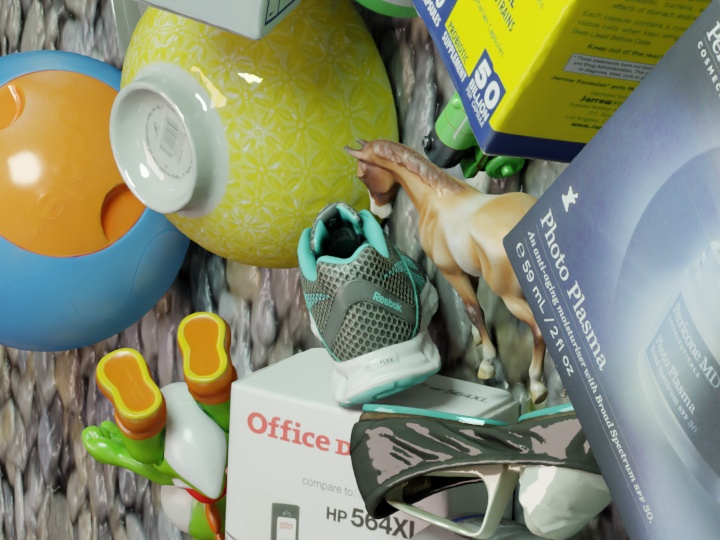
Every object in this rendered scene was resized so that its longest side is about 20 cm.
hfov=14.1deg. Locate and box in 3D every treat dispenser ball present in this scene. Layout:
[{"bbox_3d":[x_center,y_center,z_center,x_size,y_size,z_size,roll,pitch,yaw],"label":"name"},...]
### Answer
[{"bbox_3d":[-0.210,-0.046,1.956,0.201,0.200,0.202,20,112,62],"label":"treat dispenser ball"}]

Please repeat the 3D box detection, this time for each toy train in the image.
[{"bbox_3d":[0.085,-0.109,1.495,0.200,0.056,0.042,-57,44,51],"label":"toy train"}]

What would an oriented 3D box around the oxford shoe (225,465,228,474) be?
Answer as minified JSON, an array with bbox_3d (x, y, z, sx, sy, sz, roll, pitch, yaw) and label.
[{"bbox_3d":[-0.003,0.111,1.730,0.074,0.071,0.200,54,148,-6],"label":"oxford shoe"}]

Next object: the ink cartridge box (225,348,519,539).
[{"bbox_3d":[0.003,0.158,1.615,0.145,0.084,0.201,11,107,30],"label":"ink cartridge box"}]

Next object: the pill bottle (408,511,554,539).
[{"bbox_3d":[0.096,0.193,1.457,0.200,0.113,0.115,-165,72,-63],"label":"pill bottle"}]

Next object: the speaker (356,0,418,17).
[{"bbox_3d":[0.047,-0.220,1.521,0.200,0.088,0.089,-59,43,51],"label":"speaker"}]

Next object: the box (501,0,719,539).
[{"bbox_3d":[0.180,0.014,1.206,0.199,0.123,0.201,-50,56,49],"label":"box"}]

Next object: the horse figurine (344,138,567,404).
[{"bbox_3d":[0.071,0.001,1.514,0.200,0.050,0.133,26,138,61],"label":"horse figurine"}]

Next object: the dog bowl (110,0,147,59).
[{"bbox_3d":[-0.101,-0.201,1.865,0.200,0.058,0.201,176,90,-65],"label":"dog bowl"}]

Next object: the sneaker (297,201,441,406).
[{"bbox_3d":[0.000,0.000,1.612,0.200,0.077,0.092,-116,7,-73],"label":"sneaker"}]

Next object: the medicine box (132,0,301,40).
[{"bbox_3d":[-0.052,-0.252,1.587,0.200,0.102,0.183,-52,-23,-58],"label":"medicine box"}]

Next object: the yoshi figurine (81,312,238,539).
[{"bbox_3d":[-0.110,0.101,1.865,0.112,0.112,0.200,16,149,21],"label":"yoshi figurine"}]

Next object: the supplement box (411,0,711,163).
[{"bbox_3d":[0.122,-0.155,1.308,0.200,0.109,0.109,-59,39,36],"label":"supplement box"}]

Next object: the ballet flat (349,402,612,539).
[{"bbox_3d":[0.081,0.101,1.465,0.199,0.068,0.069,-5,76,38],"label":"ballet flat"}]

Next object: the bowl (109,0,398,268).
[{"bbox_3d":[-0.083,-0.086,1.723,0.200,0.107,0.201,22,122,41],"label":"bowl"}]
